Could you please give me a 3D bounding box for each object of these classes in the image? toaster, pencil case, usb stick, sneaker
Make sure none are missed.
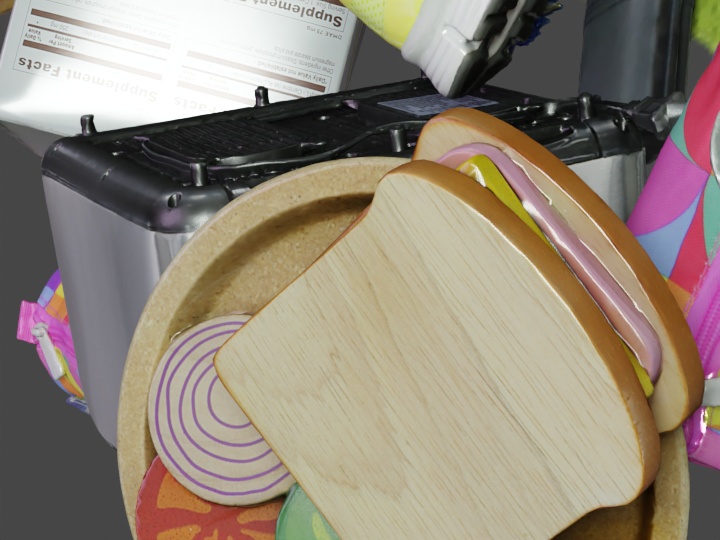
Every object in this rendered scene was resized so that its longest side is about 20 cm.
[{"bbox_3d":[0.000,0.000,0.851,0.200,0.179,0.120,-157,58,-67],"label":"toaster"},{"bbox_3d":[0.128,-0.030,0.719,0.201,0.088,0.088,-69,23,16],"label":"pencil case"},{"bbox_3d":[0.107,-0.133,0.900,0.055,0.032,0.202,143,138,-62],"label":"usb stick"},{"bbox_3d":[-0.108,0.042,1.211,0.200,0.088,0.089,15,89,67],"label":"pencil case"},{"bbox_3d":[0.042,-0.162,0.790,0.201,0.090,0.078,-63,-17,15],"label":"sneaker"}]

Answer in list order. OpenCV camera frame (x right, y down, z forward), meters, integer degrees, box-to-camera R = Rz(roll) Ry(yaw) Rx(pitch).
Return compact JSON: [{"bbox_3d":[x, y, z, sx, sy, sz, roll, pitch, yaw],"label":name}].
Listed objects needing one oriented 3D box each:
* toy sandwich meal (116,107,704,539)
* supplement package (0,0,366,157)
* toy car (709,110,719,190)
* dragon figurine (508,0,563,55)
[{"bbox_3d":[0.007,0.058,0.699,0.070,0.204,0.206,-22,-42,-65],"label":"toy sandwich meal"},{"bbox_3d":[-0.064,-0.138,1.090,0.191,0.146,0.202,110,174,-88],"label":"supplement package"},{"bbox_3d":[0.152,-0.029,0.506,0.158,0.199,0.166,-44,37,50],"label":"toy car"},{"bbox_3d":[0.076,-0.167,0.871,0.201,0.059,0.100,-54,30,16],"label":"dragon figurine"}]
